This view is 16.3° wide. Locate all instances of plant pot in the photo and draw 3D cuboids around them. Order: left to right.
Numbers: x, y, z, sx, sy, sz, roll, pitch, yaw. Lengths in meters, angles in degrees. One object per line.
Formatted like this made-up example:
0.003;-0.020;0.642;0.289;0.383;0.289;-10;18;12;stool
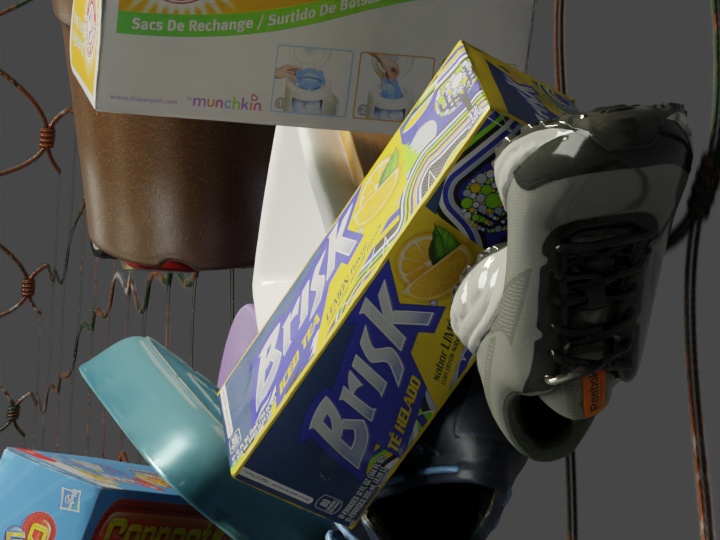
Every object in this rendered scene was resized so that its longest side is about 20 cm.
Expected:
-0.096;-0.116;1.557;0.200;0.200;0.198;-117;24;-68;plant pot

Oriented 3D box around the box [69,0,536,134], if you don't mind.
-0.029;-0.124;1.169;0.112;0.200;0.101;-130;45;-73;box

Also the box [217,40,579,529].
0.018;0.008;1.062;0.200;0.064;0.070;-56;23;21;box

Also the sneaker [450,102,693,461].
0.085;0.003;0.932;0.200;0.074;0.079;102;158;-60;sneaker

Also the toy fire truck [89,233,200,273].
-0.150;-0.088;1.973;0.200;0.129;0.176;179;95;-66;toy fire truck

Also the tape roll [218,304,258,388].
-0.041;0.121;1.440;0.200;0.066;0.200;-176;90;-79;tape roll

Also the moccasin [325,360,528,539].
0.022;0.106;1.133;0.200;0.080;0.068;112;171;-58;moccasin

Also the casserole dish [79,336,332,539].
-0.072;0.090;1.263;0.039;0.121;0.200;-50;30;2;casserole dish

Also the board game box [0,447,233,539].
-0.144;0.194;1.257;0.196;0.056;0.200;-70;-20;0;board game box

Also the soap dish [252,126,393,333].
0.000;0.000;1.281;0.200;0.081;0.157;-107;24;-59;soap dish
